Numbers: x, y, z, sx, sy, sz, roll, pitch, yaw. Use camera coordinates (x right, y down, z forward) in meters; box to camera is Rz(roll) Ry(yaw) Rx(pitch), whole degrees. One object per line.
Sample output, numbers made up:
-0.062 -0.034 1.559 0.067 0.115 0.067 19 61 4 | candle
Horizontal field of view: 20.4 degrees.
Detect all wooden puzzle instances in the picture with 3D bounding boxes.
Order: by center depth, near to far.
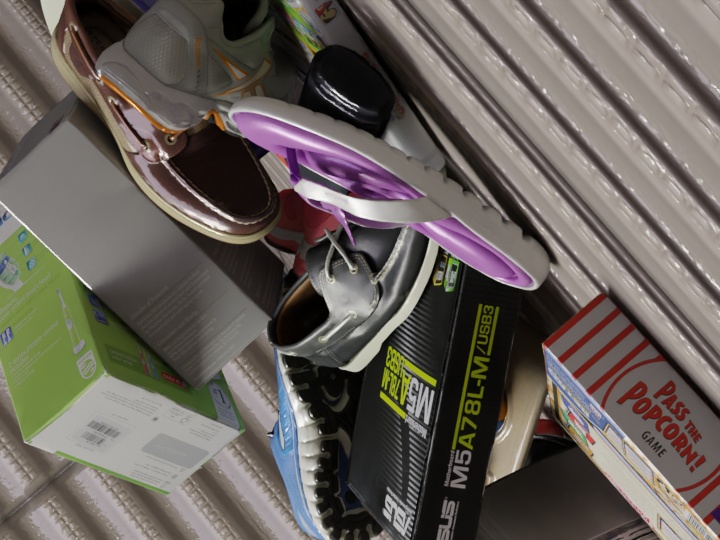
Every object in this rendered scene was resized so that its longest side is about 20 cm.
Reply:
0.043 0.098 1.419 0.046 0.201 0.185 -7 -144 -40 | wooden puzzle

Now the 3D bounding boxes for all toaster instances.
0.132 0.195 1.279 0.129 0.199 0.114 -138 29 -62 | toaster

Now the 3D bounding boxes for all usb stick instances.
-0.015 -0.084 1.172 0.055 0.033 0.200 42 167 2 | usb stick

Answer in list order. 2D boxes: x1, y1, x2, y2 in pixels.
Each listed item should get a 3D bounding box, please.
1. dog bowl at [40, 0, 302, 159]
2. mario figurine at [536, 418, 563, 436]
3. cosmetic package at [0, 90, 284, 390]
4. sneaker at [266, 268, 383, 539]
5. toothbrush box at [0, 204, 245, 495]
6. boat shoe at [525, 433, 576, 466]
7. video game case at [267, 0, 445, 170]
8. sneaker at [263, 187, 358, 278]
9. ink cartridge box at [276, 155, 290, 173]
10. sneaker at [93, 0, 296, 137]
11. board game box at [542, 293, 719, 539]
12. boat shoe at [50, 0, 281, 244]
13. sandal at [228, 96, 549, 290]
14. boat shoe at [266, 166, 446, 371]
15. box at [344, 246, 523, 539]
-0.132 -0.156 1.409 0.200 0.079 0.200 40 156 21 | dog bowl
0.164 0.207 1.621 0.200 0.106 0.124 45 175 33 | mario figurine
-0.149 -0.028 1.373 0.200 0.090 0.107 43 -162 -12 | cosmetic package
-0.037 0.097 1.422 0.089 0.078 0.201 -16 79 59 | sneaker
-0.183 0.042 1.422 0.145 0.086 0.200 28 -150 -47 | toothbrush box
0.166 0.161 1.503 0.057 0.069 0.200 55 167 -32 | boat shoe
-0.038 -0.155 1.222 0.182 0.023 0.200 53 175 -32 | video game case
-0.016 -0.045 1.429 0.073 0.087 0.200 11 -170 -15 | sneaker
-0.021 -0.078 1.491 0.162 0.050 0.200 53 178 -30 | ink cartridge box
-0.074 -0.133 1.198 0.076 0.092 0.200 43 -162 11 | sneaker
0.168 0.104 1.125 0.152 0.046 0.200 49 175 15 | board game box
-0.124 -0.103 1.290 0.200 0.072 0.072 50 156 9 | boat shoe
0.013 -0.035 1.119 0.202 0.050 0.082 28 165 -4 | sandal
0.000 0.000 1.269 0.067 0.072 0.200 15 143 -17 | boat shoe
0.044 0.069 1.278 0.047 0.194 0.200 11 -174 -13 | box
